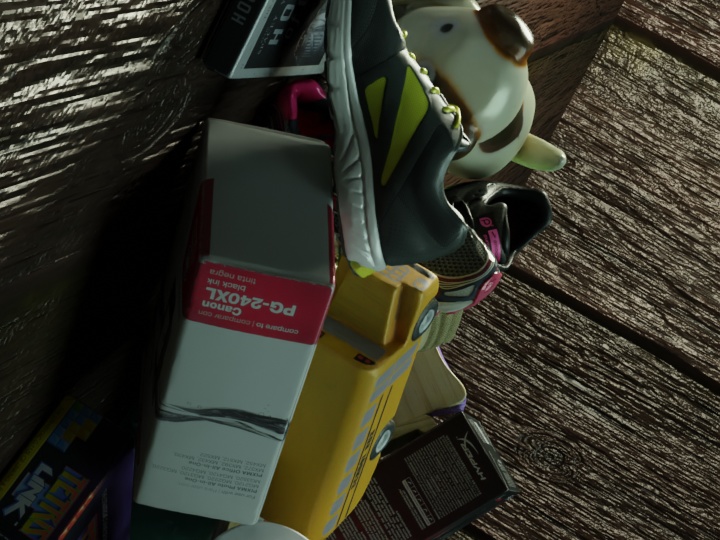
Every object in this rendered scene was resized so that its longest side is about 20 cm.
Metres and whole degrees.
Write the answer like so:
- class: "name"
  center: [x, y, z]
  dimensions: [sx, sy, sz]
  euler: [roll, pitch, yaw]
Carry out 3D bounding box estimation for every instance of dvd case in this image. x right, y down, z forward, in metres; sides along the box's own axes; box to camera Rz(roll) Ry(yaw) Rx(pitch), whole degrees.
- class: "dvd case"
  center: [-0.025, -0.188, 1.032]
  dimensions: [0.151, 0.025, 0.200]
  euler: [-62, 172, 13]

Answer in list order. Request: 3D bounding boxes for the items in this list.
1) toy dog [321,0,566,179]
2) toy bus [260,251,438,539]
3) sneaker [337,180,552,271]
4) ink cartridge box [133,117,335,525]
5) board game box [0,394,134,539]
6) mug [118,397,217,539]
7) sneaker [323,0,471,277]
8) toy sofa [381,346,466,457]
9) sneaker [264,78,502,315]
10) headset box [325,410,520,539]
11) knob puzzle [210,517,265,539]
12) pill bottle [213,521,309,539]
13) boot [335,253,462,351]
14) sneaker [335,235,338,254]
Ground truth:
- class: "toy dog"
  center: [0.059, -0.124, 1.213]
  dimensions: [0.140, 0.194, 0.200]
  euler: [-47, 178, -2]
- class: "toy bus"
  center: [-0.013, 0.079, 1.110]
  dimensions: [0.078, 0.065, 0.200]
  euler: [-38, 153, -49]
- class: "sneaker"
  center: [0.060, -0.024, 1.207]
  dimensions: [0.084, 0.077, 0.200]
  euler: [-8, -165, 47]
- class: "ink cartridge box"
  center: [-0.080, 0.033, 1.044]
  dimensions: [0.145, 0.083, 0.200]
  euler: [-95, -160, -52]
- class: "board game box"
  center: [-0.215, 0.196, 1.110]
  dimensions: [0.165, 0.057, 0.200]
  euler: [-54, 170, -28]
- class: "mug"
  center: [-0.133, 0.166, 1.283]
  dimensions: [0.152, 0.114, 0.185]
  euler: [-60, 172, 5]
- class: "sneaker"
  center: [0.022, -0.098, 1.027]
  dimensions: [0.074, 0.084, 0.201]
  euler: [-94, 180, -81]
- class: "toy sofa"
  center: [0.011, 0.053, 1.433]
  dimensions: [0.097, 0.200, 0.083]
  euler: [-23, 167, -4]
- class: "sneaker"
  center: [0.008, -0.046, 1.131]
  dimensions: [0.081, 0.200, 0.075]
  euler: [-41, 159, -33]
- class: "headset box"
  center: [0.023, 0.199, 1.386]
  dimensions: [0.200, 0.075, 0.149]
  euler: [-31, 168, 3]
- class: "knob puzzle"
  center: [-0.040, 0.127, 1.246]
  dimensions: [0.220, 0.030, 0.220]
  euler: [-43, 151, -32]
- class: "pill bottle"
  center: [-0.091, 0.246, 1.115]
  dimensions: [0.116, 0.116, 0.200]
  euler: [-53, 179, -39]
- class: "boot"
  center: [0.000, 0.000, 1.260]
  dimensions: [0.155, 0.073, 0.200]
  euler: [-23, 127, -20]
- class: "sneaker"
  center: [-0.048, -0.022, 1.316]
  dimensions: [0.078, 0.079, 0.200]
  euler: [-23, 133, -15]
